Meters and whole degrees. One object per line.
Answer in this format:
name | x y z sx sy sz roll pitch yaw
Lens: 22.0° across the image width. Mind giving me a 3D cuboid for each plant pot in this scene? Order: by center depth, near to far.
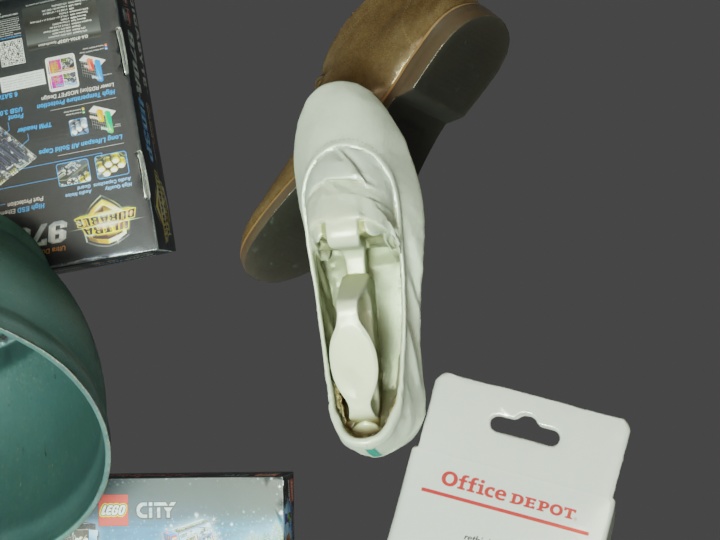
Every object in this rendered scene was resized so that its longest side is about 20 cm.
plant pot | -0.229 0.048 0.994 0.198 0.135 0.202 -1 131 -2

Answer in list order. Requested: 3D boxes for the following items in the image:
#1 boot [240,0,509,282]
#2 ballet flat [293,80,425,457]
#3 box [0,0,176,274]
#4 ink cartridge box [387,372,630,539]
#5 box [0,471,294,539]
boot | -0.004 -0.081 1.050 0.200 0.073 0.075 -49 53 7
ballet flat | 0.000 0.000 0.975 0.069 0.069 0.202 -6 93 7
box | -0.218 -0.071 1.074 0.198 0.046 0.161 -11 87 7
ink cartridge box | 0.070 0.169 1.003 0.114 0.068 0.202 14 78 12
box | -0.136 0.185 1.057 0.198 0.038 0.138 -1 87 7
